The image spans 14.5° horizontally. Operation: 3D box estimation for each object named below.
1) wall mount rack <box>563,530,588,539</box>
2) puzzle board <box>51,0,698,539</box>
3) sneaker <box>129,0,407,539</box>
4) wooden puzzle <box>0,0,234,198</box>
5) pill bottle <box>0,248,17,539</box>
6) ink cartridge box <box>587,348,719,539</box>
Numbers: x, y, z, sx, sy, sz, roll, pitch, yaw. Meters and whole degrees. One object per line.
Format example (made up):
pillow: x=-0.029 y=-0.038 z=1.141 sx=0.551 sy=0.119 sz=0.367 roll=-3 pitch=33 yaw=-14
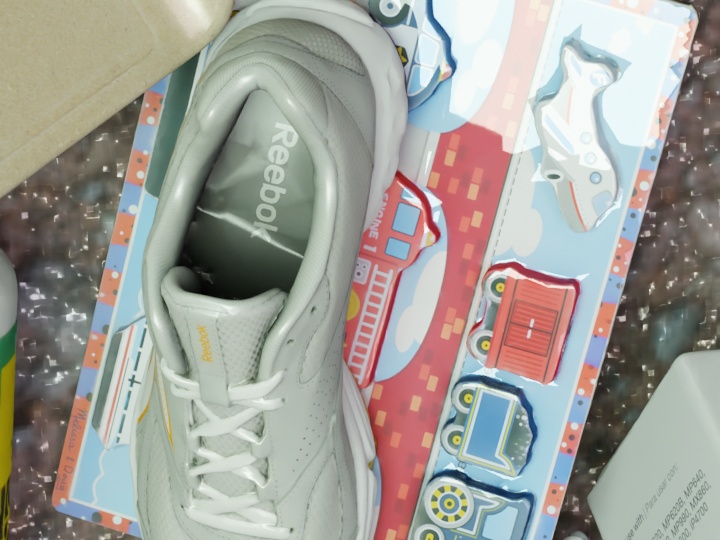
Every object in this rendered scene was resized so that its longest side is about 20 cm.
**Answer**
wall mount rack: x=0.079 y=0.178 z=0.850 sx=0.199 sy=0.174 sz=0.075 roll=29 pitch=142 yaw=1
puzzle board: x=0.000 y=0.000 z=0.824 sx=0.150 sy=0.017 sz=0.201 roll=16 pitch=104 yaw=6
sneaker: x=-0.036 y=0.026 z=0.781 sx=0.075 sy=0.092 sz=0.202 roll=7 pitch=104 yaw=11
wooden puzzle: x=-0.151 y=-0.091 z=0.723 sx=0.200 sy=0.037 sz=0.186 roll=-39 pitch=101 yaw=-30
pill bottle: x=-0.154 y=0.090 z=0.791 sx=0.112 sy=0.113 sz=0.202 roll=0 pitch=108 yaw=-16
ink cartridge box: x=0.173 y=0.119 z=0.836 sx=0.143 sy=0.201 sz=0.084 roll=-5 pitch=144 yaw=-25
